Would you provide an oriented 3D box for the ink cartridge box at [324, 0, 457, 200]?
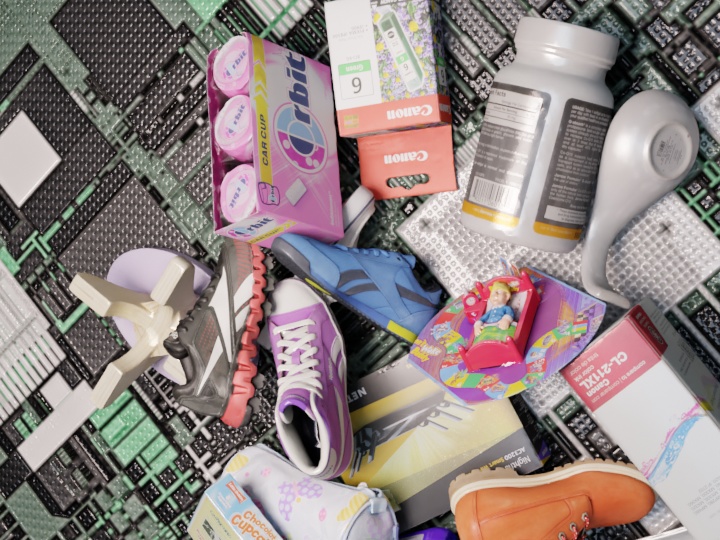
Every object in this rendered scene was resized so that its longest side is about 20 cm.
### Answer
[{"bbox_3d":[0.032,-0.174,1.108,0.108,0.050,0.202,-6,92,20],"label":"ink cartridge box"}]

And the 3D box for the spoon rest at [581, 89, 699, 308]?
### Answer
[{"bbox_3d":[0.250,-0.069,1.019,0.099,0.061,0.201,21,90,-26],"label":"spoon rest"}]

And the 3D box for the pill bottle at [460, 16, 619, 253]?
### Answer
[{"bbox_3d":[0.169,-0.125,1.029,0.116,0.116,0.201,17,99,17],"label":"pill bottle"}]

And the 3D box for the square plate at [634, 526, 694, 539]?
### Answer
[{"bbox_3d":[0.361,0.325,1.042,0.197,0.028,0.201,-24,86,19],"label":"square plate"}]

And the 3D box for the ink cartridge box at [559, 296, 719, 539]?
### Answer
[{"bbox_3d":[0.282,0.132,0.992,0.083,0.146,0.200,-41,80,19],"label":"ink cartridge box"}]

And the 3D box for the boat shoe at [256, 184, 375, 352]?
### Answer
[{"bbox_3d":[-0.031,0.009,1.137,0.065,0.072,0.201,32,99,-1],"label":"boat shoe"}]

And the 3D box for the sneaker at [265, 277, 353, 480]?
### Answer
[{"bbox_3d":[-0.052,0.097,1.049,0.072,0.114,0.202,-18,78,9],"label":"sneaker"}]

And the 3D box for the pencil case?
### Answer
[{"bbox_3d":[-0.056,0.241,1.120,0.199,0.083,0.091,11,105,43],"label":"pencil case"}]

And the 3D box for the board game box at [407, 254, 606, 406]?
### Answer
[{"bbox_3d":[0.122,0.043,1.016,0.158,0.200,0.039,-35,115,-10],"label":"board game box"}]

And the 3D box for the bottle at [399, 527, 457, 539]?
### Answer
[{"bbox_3d":[0.012,0.324,1.144,0.199,0.065,0.084,-18,105,20],"label":"bottle"}]

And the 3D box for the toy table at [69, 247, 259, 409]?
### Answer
[{"bbox_3d":[-0.213,0.059,1.179,0.199,0.117,0.185,26,102,15],"label":"toy table"}]

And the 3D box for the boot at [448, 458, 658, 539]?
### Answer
[{"bbox_3d":[0.188,0.240,1.036,0.198,0.108,0.075,-7,129,0],"label":"boot"}]

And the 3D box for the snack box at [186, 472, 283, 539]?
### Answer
[{"bbox_3d":[-0.092,0.307,1.103,0.200,0.037,0.116,49,146,13],"label":"snack box"}]

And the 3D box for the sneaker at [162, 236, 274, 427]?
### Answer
[{"bbox_3d":[-0.139,0.048,1.075,0.097,0.071,0.202,9,77,-15],"label":"sneaker"}]

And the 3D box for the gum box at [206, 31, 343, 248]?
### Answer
[{"bbox_3d":[-0.084,-0.126,1.083,0.066,0.113,0.201,-22,64,39],"label":"gum box"}]

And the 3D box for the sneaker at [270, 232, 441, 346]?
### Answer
[{"bbox_3d":[0.000,0.000,1.079,0.079,0.200,0.066,-60,33,-3],"label":"sneaker"}]

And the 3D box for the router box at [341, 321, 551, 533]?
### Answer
[{"bbox_3d":[0.068,0.162,1.120,0.199,0.052,0.158,-30,85,19],"label":"router box"}]
